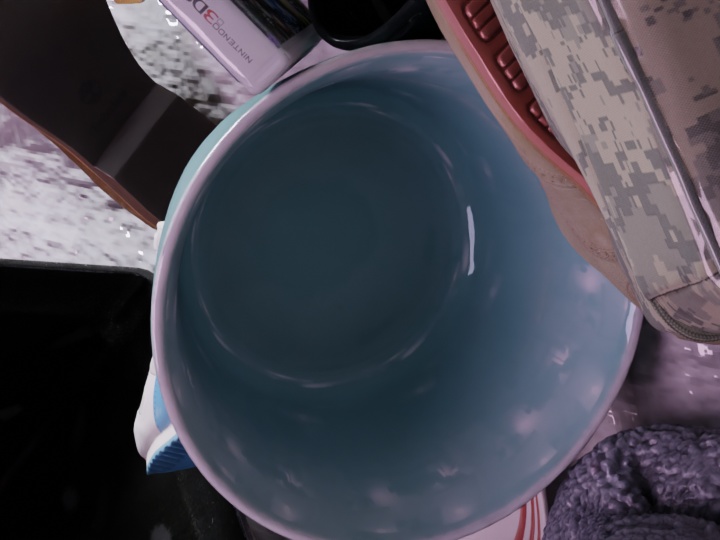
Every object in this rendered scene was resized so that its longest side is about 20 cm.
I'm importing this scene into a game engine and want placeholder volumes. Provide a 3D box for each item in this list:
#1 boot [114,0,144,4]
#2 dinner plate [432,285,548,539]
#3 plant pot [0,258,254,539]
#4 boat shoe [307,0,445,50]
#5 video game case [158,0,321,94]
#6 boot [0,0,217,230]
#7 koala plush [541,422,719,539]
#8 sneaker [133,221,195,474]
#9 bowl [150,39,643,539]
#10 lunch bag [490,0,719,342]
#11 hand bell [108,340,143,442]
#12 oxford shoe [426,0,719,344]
[{"bbox_3d":[-0.129,-0.187,1.255,0.201,0.071,0.144,5,116,48],"label":"boot"},{"bbox_3d":[0.020,0.070,1.271,0.200,0.024,0.200,32,135,39],"label":"dinner plate"},{"bbox_3d":[-0.190,0.124,1.358,0.177,0.200,0.200,-51,49,40],"label":"plant pot"},{"bbox_3d":[0.029,-0.151,1.070,0.075,0.062,0.200,52,144,20],"label":"boat shoe"},{"bbox_3d":[-0.088,-0.144,1.089,0.182,0.023,0.200,45,-173,-3],"label":"video game case"},{"bbox_3d":[-0.139,-0.089,1.306,0.200,0.074,0.075,49,162,-15],"label":"boot"},{"bbox_3d":[0.092,0.162,1.073,0.184,0.200,0.178,38,140,34],"label":"koala plush"},{"bbox_3d":[-0.057,0.019,1.266,0.081,0.076,0.200,61,145,26],"label":"sneaker"},{"bbox_3d":[0.000,0.000,1.122,0.105,0.201,0.201,-145,39,-64],"label":"bowl"},{"bbox_3d":[0.115,-0.080,0.933,0.200,0.139,0.168,65,164,2],"label":"lunch bag"},{"bbox_3d":[-0.082,0.125,1.416,0.104,0.104,0.200,-46,61,56],"label":"hand bell"},{"bbox_3d":[0.078,-0.049,1.044,0.200,0.071,0.074,53,152,-5],"label":"oxford shoe"}]
